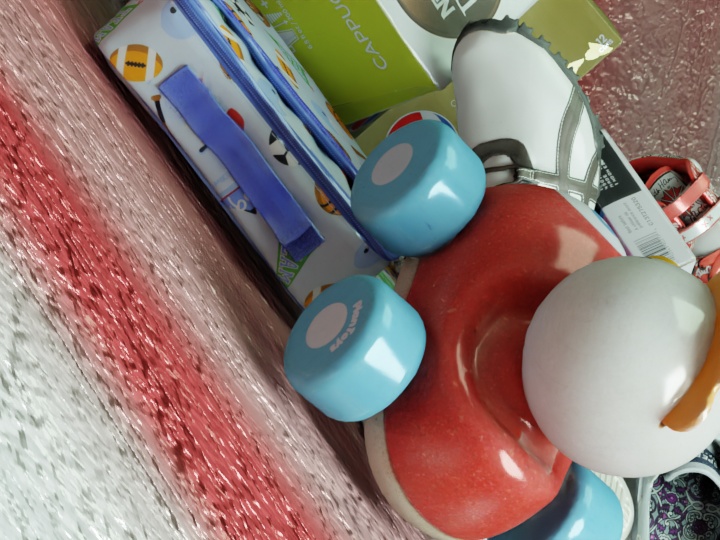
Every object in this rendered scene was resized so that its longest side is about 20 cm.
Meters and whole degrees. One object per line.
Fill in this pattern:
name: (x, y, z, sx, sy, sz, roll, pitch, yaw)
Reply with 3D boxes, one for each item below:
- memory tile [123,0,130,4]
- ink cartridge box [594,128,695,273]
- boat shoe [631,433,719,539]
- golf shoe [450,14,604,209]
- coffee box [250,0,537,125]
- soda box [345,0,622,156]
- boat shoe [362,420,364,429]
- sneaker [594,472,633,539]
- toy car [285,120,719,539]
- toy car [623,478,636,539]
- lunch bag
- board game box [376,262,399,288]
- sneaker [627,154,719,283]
memory tile: (-0.144, -0.199, 1.554, 0.200, 0.017, 0.153, 59, 8, 35)
ink cartridge box: (0.132, 0.017, 1.388, 0.095, 0.037, 0.200, 58, -20, 26)
boat shoe: (0.191, 0.123, 1.415, 0.072, 0.070, 0.202, 113, -13, -70)
golf shoe: (0.081, -0.030, 1.271, 0.094, 0.077, 0.201, -24, 100, -54)
coffee box: (-0.008, -0.211, 1.405, 0.200, 0.198, 0.200, -15, -66, 54)
soda box: (0.058, -0.099, 1.470, 0.064, 0.200, 0.068, 47, 8, -12)
boat shoe: (0.039, 0.060, 1.314, 0.074, 0.067, 0.200, 52, 7, -17)
sneaker: (0.079, 0.079, 1.423, 0.084, 0.075, 0.201, -28, -95, 62)
toy car: (0.108, 0.031, 1.114, 0.184, 0.199, 0.178, 43, 53, -30)
toy car: (0.161, 0.153, 1.520, 0.184, 0.177, 0.201, 37, 43, -24)
lunch bag: (-0.051, -0.068, 1.289, 0.200, 0.075, 0.160, 50, 7, -5)
board game box: (0.000, 0.000, 1.529, 0.096, 0.030, 0.200, 52, 5, -17)
sneaker: (0.228, -0.002, 1.559, 0.201, 0.067, 0.108, 42, -11, 50)
